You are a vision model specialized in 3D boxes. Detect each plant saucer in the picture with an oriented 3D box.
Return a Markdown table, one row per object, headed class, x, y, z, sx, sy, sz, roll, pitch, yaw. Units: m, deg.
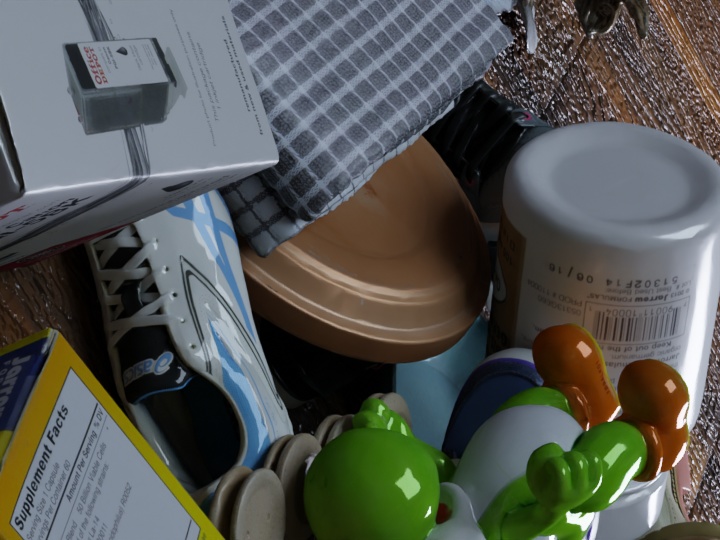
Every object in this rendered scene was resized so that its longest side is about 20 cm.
| class | x | y | z | sx | sy | sz | roll | pitch | yaw |
| --- | --- | --- | --- | --- | --- | --- | --- | --- | --- |
| plant saucer | 0.059 | 0.114 | 1.509 | 0.200 | 0.036 | 0.201 | 42 | 35 | -40 |
| plant saucer | -0.018 | -0.040 | 1.401 | 0.200 | 0.032 | 0.201 | 25 | 36 | -19 |

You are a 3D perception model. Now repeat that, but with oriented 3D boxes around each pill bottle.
| class | x | y | z | sx | sy | sz | roll | pitch | yaw |
| --- | --- | --- | --- | --- | --- | --- | --- | --- | --- |
| pill bottle | 0.121 | 0.036 | 1.436 | 0.114 | 0.114 | 0.201 | -67 | 165 | -56 |

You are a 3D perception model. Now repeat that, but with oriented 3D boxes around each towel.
| class | x | y | z | sx | sy | sz | roll | pitch | yaw |
| --- | --- | --- | --- | --- | --- | --- | --- | --- | --- |
| towel | -0.029 | -0.123 | 1.348 | 0.166 | 0.086 | 0.200 | 48 | 44 | -1 |

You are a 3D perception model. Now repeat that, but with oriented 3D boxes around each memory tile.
| class | x | y | z | sx | sy | sz | roll | pitch | yaw |
| --- | --- | --- | --- | --- | --- | --- | --- | --- | --- |
| memory tile | -0.018 | 0.144 | 1.293 | 0.200 | 0.017 | 0.154 | -23 | 115 | -63 |

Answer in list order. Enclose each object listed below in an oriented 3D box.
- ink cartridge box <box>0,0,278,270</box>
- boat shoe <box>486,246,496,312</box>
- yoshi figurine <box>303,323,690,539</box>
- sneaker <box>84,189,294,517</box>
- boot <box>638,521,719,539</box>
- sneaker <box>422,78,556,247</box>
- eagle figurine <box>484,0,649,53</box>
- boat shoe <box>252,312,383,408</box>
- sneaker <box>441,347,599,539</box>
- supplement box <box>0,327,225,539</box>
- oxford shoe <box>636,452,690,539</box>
| class | x | y | z | sx | sy | sz | roll | pitch | yaw |
| --- | --- | --- | --- | --- | --- | --- | --- | --- | --- |
| ink cartridge box | -0.148 | -0.050 | 1.129 | 0.200 | 0.146 | 0.083 | -12 | 82 | -62 |
| boat shoe | 0.103 | 0.010 | 1.588 | 0.074 | 0.060 | 0.200 | 46 | 15 | -50 |
| yoshi figurine | 0.050 | 0.088 | 1.270 | 0.200 | 0.112 | 0.112 | -34 | 78 | -29 |
| sneaker | -0.088 | 0.018 | 1.271 | 0.072 | 0.072 | 0.201 | -13 | 79 | -65 |
| boot | 0.167 | 0.256 | 1.473 | 0.066 | 0.175 | 0.201 | 6 | 52 | -13 |
| sneaker | 0.045 | -0.089 | 1.527 | 0.121 | 0.084 | 0.200 | 45 | -7 | -28 |
| eagle figurine | 0.088 | -0.231 | 1.774 | 0.199 | 0.151 | 0.152 | 22 | -1 | -17 |
| boat shoe | 0.002 | 0.002 | 1.465 | 0.074 | 0.063 | 0.201 | 57 | 26 | -14 |
| sneaker | 0.054 | 0.145 | 1.338 | 0.146 | 0.080 | 0.201 | -16 | 112 | -68 |
| supplement box | -0.114 | 0.142 | 1.081 | 0.200 | 0.109 | 0.109 | 54 | 29 | -26 |
| oxford shoe | 0.157 | 0.153 | 1.634 | 0.074 | 0.071 | 0.200 | 38 | 27 | -38 |
